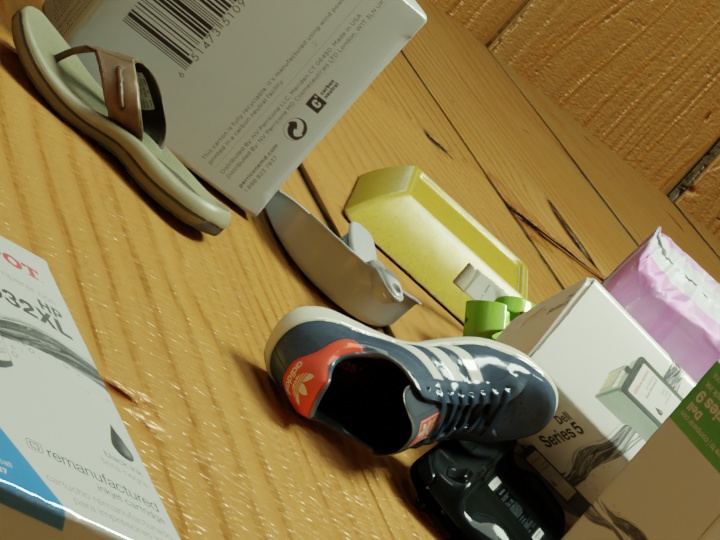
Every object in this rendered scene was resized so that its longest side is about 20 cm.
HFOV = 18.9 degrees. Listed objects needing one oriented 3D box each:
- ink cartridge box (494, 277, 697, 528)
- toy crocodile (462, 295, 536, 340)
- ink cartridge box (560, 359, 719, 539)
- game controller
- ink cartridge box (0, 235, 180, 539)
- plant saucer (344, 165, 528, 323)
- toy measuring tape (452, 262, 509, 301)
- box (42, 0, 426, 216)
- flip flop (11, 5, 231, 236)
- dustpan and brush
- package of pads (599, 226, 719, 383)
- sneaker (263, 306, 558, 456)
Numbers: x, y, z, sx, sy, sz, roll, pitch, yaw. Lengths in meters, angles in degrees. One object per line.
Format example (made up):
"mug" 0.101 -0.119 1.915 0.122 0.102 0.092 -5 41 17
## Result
"ink cartridge box" 0.175 0.117 1.485 0.200 0.084 0.145 45 -25 -4
"toy crocodile" 0.152 0.076 1.721 0.200 0.062 0.068 35 59 -30
"ink cartridge box" 0.209 0.174 1.310 0.146 0.200 0.084 31 13 -42
"game controller" 0.086 0.151 1.400 0.105 0.042 0.200 58 14 4
"ink cartridge box" -0.165 0.053 0.808 0.145 0.084 0.200 31 17 -41
"plant saucer" 0.081 -0.019 1.911 0.200 0.048 0.200 43 12 -5
"toy measuring tape" 0.155 0.063 1.792 0.200 0.074 0.074 40 11 -37
"box" -0.094 -0.187 1.567 0.200 0.199 0.131 37 14 -25
"flip flop" -0.153 -0.107 1.444 0.200 0.058 0.081 45 12 7
"dustpan and brush" 0.000 0.000 1.560 0.139 0.057 0.200 39 13 -17
"package of pads" 0.195 0.075 1.584 0.120 0.200 0.076 42 35 -1
"sneaker" 0.039 0.083 1.316 0.199 0.075 0.085 11 26 -24
